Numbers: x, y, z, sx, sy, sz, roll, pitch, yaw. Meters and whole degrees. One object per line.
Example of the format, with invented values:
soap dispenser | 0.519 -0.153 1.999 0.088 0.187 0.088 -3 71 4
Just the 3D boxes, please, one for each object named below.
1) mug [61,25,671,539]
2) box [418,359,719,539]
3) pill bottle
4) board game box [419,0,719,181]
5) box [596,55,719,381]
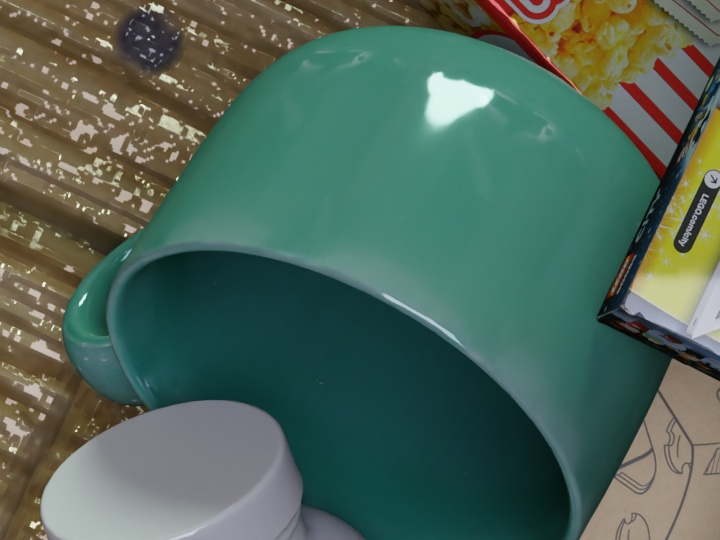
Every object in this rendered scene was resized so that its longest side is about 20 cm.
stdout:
mug | 0.005 -0.004 0.872 0.185 0.152 0.114 24 59 14
box | 0.111 0.075 0.953 0.200 0.021 0.164 -32 94 0
pill bottle | -0.029 0.141 0.875 0.104 0.104 0.200 -19 117 -2
board game box | 0.141 -0.066 0.917 0.200 0.046 0.152 45 73 -5
box | 0.169 -0.046 0.803 0.136 0.038 0.200 27 82 -3
